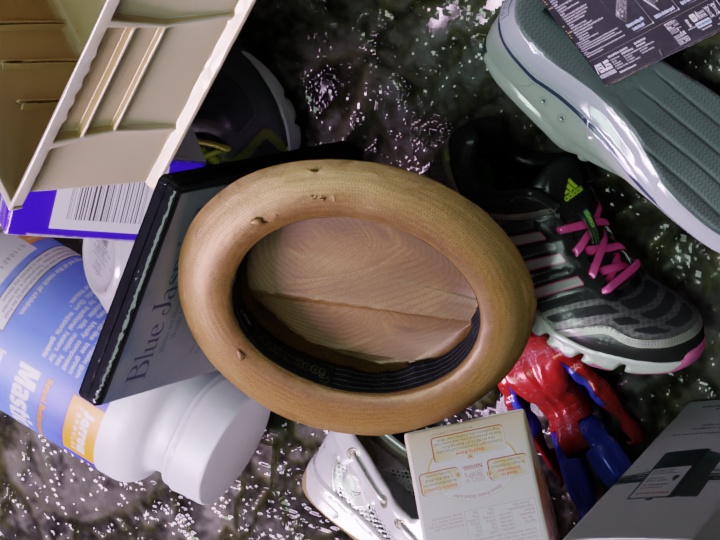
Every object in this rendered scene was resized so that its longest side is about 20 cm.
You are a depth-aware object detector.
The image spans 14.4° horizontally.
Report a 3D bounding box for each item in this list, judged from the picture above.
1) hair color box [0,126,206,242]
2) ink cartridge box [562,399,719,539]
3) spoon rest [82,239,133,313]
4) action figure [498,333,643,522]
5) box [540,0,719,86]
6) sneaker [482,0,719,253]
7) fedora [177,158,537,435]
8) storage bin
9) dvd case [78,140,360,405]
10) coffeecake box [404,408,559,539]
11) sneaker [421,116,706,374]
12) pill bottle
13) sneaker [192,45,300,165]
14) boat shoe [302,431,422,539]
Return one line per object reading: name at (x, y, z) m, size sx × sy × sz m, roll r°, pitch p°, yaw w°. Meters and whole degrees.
hair color box at (-0.168, -0.095, 1.674) m, size 0.109 × 0.200 × 0.065 m, roll 4°, pitch 124°, yaw -20°
ink cartridge box at (0.197, 0.174, 1.587) m, size 0.083 × 0.200 × 0.147 m, roll -5°, pitch 108°, yaw 31°
spoon rest at (-0.149, -0.038, 1.744) m, size 0.200 × 0.061 × 0.099 m, roll 54°, pitch 137°, yaw 45°
action figure at (0.132, 0.105, 1.690) m, size 0.065 × 0.052 × 0.200 m, roll -24°, pitch 92°, yaw 30°
box at (0.126, -0.183, 1.461) m, size 0.158 × 0.050 × 0.200 m, roll 52°, pitch 166°, yaw -3°
sneaker at (0.152, -0.081, 1.594) m, size 0.200 × 0.073 × 0.071 m, roll 45°, pitch 156°, yaw 0°
fedora at (0.000, 0.000, 1.605) m, size 0.201 × 0.082 × 0.201 m, roll 4°, pitch 126°, yaw 5°
storage bin at (-0.153, -0.175, 1.534) m, size 0.200 × 0.094 × 0.199 m, roll 61°, pitch 139°, yaw 31°
dvd case at (-0.079, -0.001, 1.659) m, size 0.018 × 0.200 × 0.143 m, roll 32°, pitch 112°, yaw 23°
coffeecake box at (0.085, 0.204, 1.598) m, size 0.073 × 0.200 × 0.154 m, roll -12°, pitch 149°, yaw 4°
sneaker at (0.116, -0.018, 1.628) m, size 0.200 × 0.074 × 0.087 m, roll 36°, pitch 130°, yaw 18°
pill bottle at (-0.161, 0.064, 1.803) m, size 0.200 × 0.112 × 0.112 m, roll 30°, pitch 123°, yaw 17°
sneaker at (-0.083, -0.039, 1.729) m, size 0.074 × 0.085 × 0.200 m, roll 6°, pitch 115°, yaw 26°
boat shoe at (0.054, 0.158, 1.744) m, size 0.200 × 0.071 × 0.069 m, roll 35°, pitch 126°, yaw 14°
